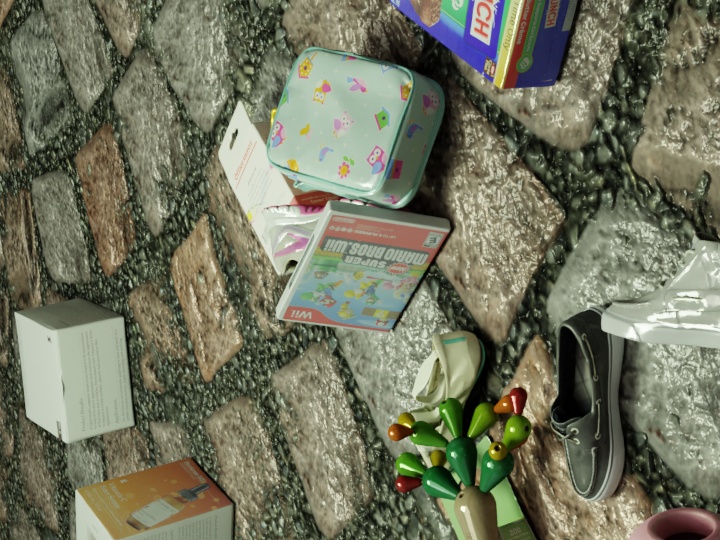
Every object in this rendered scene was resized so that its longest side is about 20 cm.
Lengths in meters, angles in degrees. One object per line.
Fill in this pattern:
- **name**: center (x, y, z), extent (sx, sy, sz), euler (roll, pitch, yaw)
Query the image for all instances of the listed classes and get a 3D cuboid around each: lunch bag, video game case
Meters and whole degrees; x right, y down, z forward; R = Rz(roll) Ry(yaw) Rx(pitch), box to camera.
- **lunch bag**: center (-0.009, -0.155, 1.576), extent (0.199, 0.077, 0.162), euler (20, 95, 43)
- **video game case**: center (0.000, 0.000, 1.614), extent (0.200, 0.142, 0.018), euler (119, 153, -47)

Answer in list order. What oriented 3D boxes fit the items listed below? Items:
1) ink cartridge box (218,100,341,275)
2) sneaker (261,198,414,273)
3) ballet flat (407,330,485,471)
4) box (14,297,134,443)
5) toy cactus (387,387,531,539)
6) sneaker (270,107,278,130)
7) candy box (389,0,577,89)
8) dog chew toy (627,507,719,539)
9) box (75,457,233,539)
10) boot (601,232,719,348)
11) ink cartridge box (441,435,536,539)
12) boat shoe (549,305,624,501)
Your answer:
- **ink cartridge box**: center (-0.102, -0.111, 1.808), extent (0.201, 0.067, 0.117), euler (60, 144, 24)
- **sneaker**: center (-0.022, -0.036, 1.649), extent (0.199, 0.081, 0.089), euler (-4, 89, 35)
- **ballet flat**: center (0.084, 0.150, 1.595), extent (0.069, 0.069, 0.201), euler (46, 135, 41)
- **box**: center (-0.494, 0.168, 2.466), extent (0.200, 0.130, 0.201), euler (15, 112, 55)
- **toy cactus**: center (0.110, 0.214, 1.512), extent (0.199, 0.102, 0.166), euler (-23, 73, 34)
- **sneaker**: center (-0.040, -0.146, 1.689), extent (0.200, 0.077, 0.074), euler (28, 121, 50)
- **candy box**: center (0.123, -0.294, 1.379), extent (0.200, 0.077, 0.170), euler (45, 135, 40)
- **dog chew toy**: center (0.295, 0.315, 1.268), extent (0.124, 0.124, 0.201), euler (18, 123, 55)
- **box**: center (-0.315, 0.389, 2.184), extent (0.152, 0.199, 0.107), euler (35, 129, 48)
- **boot**: center (0.290, 0.015, 1.230), extent (0.199, 0.073, 0.096), euler (4, 97, 49)
- **ink cartridge box**: center (0.137, 0.306, 1.581), extent (0.201, 0.048, 0.146), euler (63, 145, 20)
- **boat shoe**: center (0.213, 0.134, 1.382), extent (0.070, 0.066, 0.201), euler (29, 123, 51)
